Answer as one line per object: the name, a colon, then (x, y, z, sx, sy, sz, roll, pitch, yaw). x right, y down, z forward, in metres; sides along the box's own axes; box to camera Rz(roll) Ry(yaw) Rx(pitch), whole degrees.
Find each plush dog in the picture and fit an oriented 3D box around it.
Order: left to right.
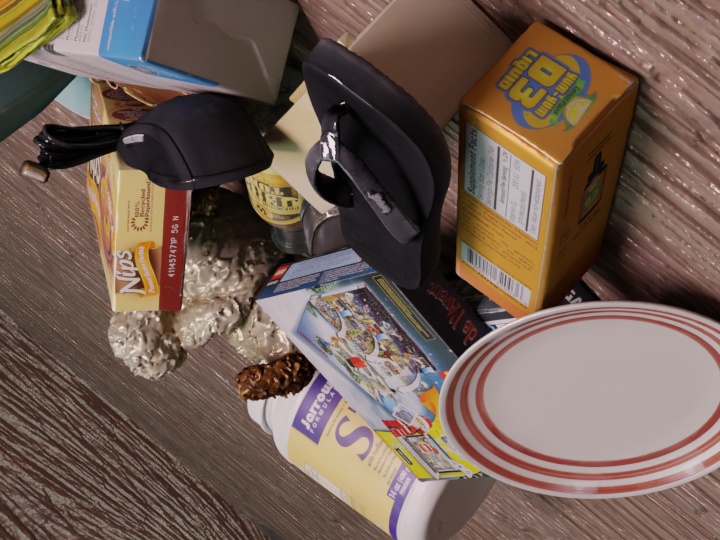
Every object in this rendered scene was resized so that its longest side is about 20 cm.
plush dog: (-0.083, 0.014, 1.116, 0.172, 0.200, 0.161, 34, 136, -2)

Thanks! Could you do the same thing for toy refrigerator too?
toy refrigerator: (0.004, -0.099, 0.781, 0.070, 0.076, 0.200, 44, 163, -8)

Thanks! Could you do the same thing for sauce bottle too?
sauce bottle: (-0.051, -0.070, 0.980, 0.065, 0.065, 0.200, 35, 161, 17)

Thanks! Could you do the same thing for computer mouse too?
computer mouse: (-0.141, -0.083, 0.847, 0.200, 0.140, 0.046, -146, 44, -66)

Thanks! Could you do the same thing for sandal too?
sandal: (0.007, -0.039, 0.695, 0.076, 0.043, 0.200, 33, 160, 24)

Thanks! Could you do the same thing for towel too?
towel: (-0.223, -0.225, 0.821, 0.086, 0.018, 0.200, -24, 78, 39)

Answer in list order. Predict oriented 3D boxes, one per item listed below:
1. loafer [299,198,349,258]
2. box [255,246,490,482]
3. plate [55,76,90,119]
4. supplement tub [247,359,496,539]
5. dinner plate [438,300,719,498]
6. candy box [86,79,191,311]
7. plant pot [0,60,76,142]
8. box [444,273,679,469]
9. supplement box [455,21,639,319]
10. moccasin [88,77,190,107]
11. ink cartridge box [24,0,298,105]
loafer: (0.000, 0.000, 0.992, 0.073, 0.072, 0.200, -9, 156, 6)
box: (0.038, 0.067, 0.949, 0.136, 0.038, 0.200, -14, 124, 47)
plate: (-0.284, -0.211, 1.190, 0.200, 0.026, 0.200, 36, 161, 14)
supplement tub: (0.016, 0.133, 1.184, 0.200, 0.145, 0.145, 32, 160, 24)
dinner plate: (0.147, 0.077, 0.831, 0.200, 0.024, 0.200, 2, 137, 2)
candy box: (-0.170, -0.069, 1.028, 0.200, 0.055, 0.116, -116, 30, -56)
plant pot: (-0.318, -0.153, 1.039, 0.141, 0.200, 0.141, 46, 135, -13)
box: (0.127, 0.068, 0.965, 0.159, 0.046, 0.200, 46, 162, -12)
supplement box: (0.095, -0.044, 0.737, 0.069, 0.067, 0.200, 38, 161, 17)
moccasin: (-0.168, -0.164, 1.001, 0.201, 0.074, 0.078, 27, 151, 12)
ink cartridge box: (-0.153, -0.157, 0.860, 0.200, 0.068, 0.116, 13, -179, 40)
